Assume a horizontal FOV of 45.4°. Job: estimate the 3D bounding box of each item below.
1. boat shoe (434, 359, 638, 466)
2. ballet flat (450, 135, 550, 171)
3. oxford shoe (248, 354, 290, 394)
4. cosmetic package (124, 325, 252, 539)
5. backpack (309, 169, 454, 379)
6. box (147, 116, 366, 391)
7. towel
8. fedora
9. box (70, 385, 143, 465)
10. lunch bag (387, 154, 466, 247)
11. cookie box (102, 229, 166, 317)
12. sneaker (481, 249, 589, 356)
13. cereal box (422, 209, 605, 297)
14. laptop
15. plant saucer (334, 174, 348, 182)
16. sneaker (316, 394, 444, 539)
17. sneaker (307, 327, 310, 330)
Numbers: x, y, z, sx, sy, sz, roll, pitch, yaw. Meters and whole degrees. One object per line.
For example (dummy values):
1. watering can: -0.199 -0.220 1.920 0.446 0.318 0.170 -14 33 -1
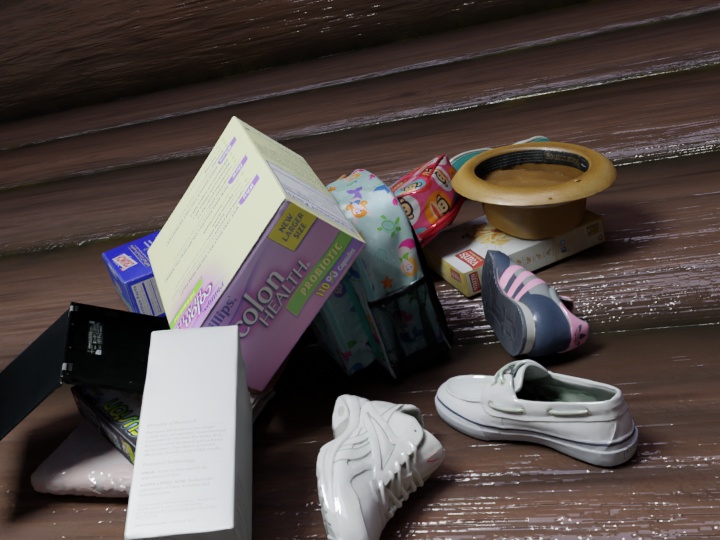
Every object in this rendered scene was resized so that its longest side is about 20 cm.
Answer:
1. boat shoe: 0.148 0.109 0.755 0.198 0.068 0.073 6 30 40
2. ballet flat: 0.213 -0.163 1.358 0.198 0.070 0.069 -18 23 -18
3. oxford shoe: -0.119 0.054 0.942 0.074 0.071 0.202 -19 42 22
4. cosmetic package: -0.129 0.153 0.688 0.080 0.114 0.201 -5 40 -4
5. backpack: 0.000 0.000 0.923 0.149 0.203 0.177 -20 24 -14
6. box: -0.110 -0.022 0.837 0.177 0.096 0.200 -54 34 13
7. towel: -0.205 0.167 0.885 0.197 0.033 0.191 -4 24 22
8. fedora: 0.212 -0.093 1.056 0.197 0.083 0.201 -7 27 4
9. box: -0.206 0.137 0.868 0.109 0.035 0.199 -27 26 -29
10. lunch bag: 0.045 -0.070 1.133 0.199 0.082 0.176 -32 12 29
11. cookie box: -0.262 -0.011 1.267 0.198 0.076 0.171 -23 25 -19
12. sneaker: 0.181 0.035 0.926 0.081 0.071 0.201 1 25 -6
13. cereal box: 0.190 -0.038 1.100 0.198 0.040 0.144 -21 24 -13
14. laptop: -0.285 0.122 0.889 0.197 0.117 0.187 11 17 -19
15. plant saucer: -0.072 -0.042 1.158 0.201 0.037 0.200 -49 1 1
16. sneaker: 0.020 0.162 0.708 0.098 0.079 0.201 -7 25 9
17. sneaker: -0.086 0.045 1.035 0.198 0.076 0.079 -26 23 -26
